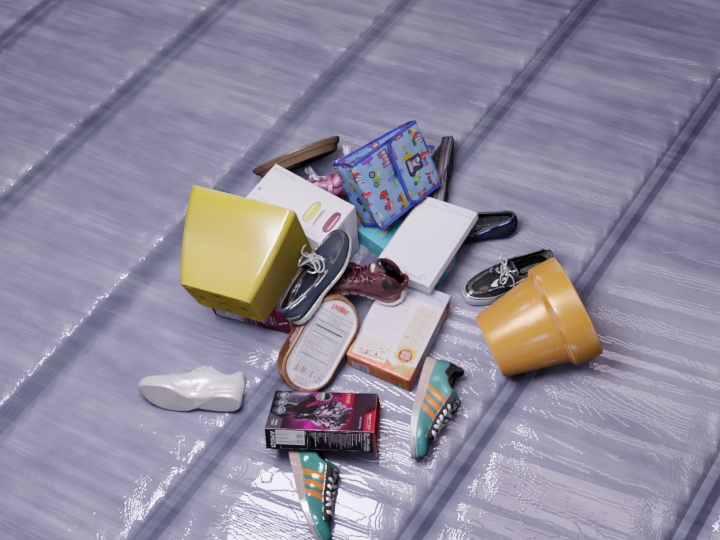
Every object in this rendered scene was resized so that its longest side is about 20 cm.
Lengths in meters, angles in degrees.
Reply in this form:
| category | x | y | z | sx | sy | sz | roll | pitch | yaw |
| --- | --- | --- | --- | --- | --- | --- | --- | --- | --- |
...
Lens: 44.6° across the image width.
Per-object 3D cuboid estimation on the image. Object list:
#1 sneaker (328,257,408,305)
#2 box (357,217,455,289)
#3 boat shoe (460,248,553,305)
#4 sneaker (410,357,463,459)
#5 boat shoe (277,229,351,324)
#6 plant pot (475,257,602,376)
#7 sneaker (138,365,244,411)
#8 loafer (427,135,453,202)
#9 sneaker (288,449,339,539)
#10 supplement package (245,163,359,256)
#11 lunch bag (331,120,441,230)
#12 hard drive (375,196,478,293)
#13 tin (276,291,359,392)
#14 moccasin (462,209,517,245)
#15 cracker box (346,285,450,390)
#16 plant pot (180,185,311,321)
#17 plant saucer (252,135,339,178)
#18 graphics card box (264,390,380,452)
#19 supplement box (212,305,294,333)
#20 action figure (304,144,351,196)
| category | x | y | z | sx | sy | sz | roll | pitch | yaw |
| --- | --- | --- | --- | --- | --- | --- | --- | --- | --- |
| sneaker | 0.000 | 0.000 | 1.661 | 0.200 | 0.116 | 0.076 | 11 | 63 | -6 |
| box | 0.093 | -0.045 | 1.806 | 0.200 | 0.049 | 0.082 | 36 | 68 | 21 |
| boat shoe | 0.295 | 0.008 | 1.753 | 0.199 | 0.068 | 0.074 | -16 | 60 | -6 |
| sneaker | 0.141 | 0.254 | 1.610 | 0.080 | 0.071 | 0.200 | 8 | 60 | 13 |
| boat shoe | -0.087 | 0.003 | 1.624 | 0.075 | 0.062 | 0.200 | 27 | 79 | 42 |
| plant pot | 0.323 | 0.104 | 1.640 | 0.183 | 0.200 | 0.200 | -26 | 61 | 7 |
| sneaker | -0.319 | 0.216 | 1.677 | 0.200 | 0.075 | 0.089 | 6 | 48 | 0 |
| loafer | 0.162 | -0.209 | 1.888 | 0.063 | 0.072 | 0.200 | 4 | 61 | 13 |
| sneaker | -0.071 | 0.383 | 1.556 | 0.080 | 0.071 | 0.200 | -17 | 59 | -2 |
| supplement package | -0.117 | -0.094 | 1.785 | 0.200 | 0.156 | 0.111 | 29 | 65 | 19 |
| lunch bag | 0.069 | -0.199 | 1.777 | 0.200 | 0.151 | 0.094 | -35 | 22 | -19 |
| hard drive | 0.130 | -0.056 | 1.753 | 0.132 | 0.027 | 0.200 | 21 | 62 | 29 |
| tin | -0.078 | 0.137 | 1.660 | 0.112 | 0.042 | 0.200 | 29 | 90 | -26 |
| moccasin | 0.225 | -0.100 | 1.819 | 0.200 | 0.068 | 0.081 | -12 | 60 | -1 |
| cracker box | 0.077 | 0.117 | 1.709 | 0.134 | 0.058 | 0.200 | 22 | 64 | 16 |
| plant pot | -0.224 | -0.018 | 1.617 | 0.200 | 0.200 | 0.177 | 14 | 72 | 11 |
| plant saucer | -0.133 | -0.237 | 1.867 | 0.200 | 0.200 | 0.029 | -22 | 94 | -9 |
| graphics card box | -0.067 | 0.274 | 1.600 | 0.200 | 0.051 | 0.125 | 1 | 26 | 5 |
| supplement box | -0.185 | 0.037 | 1.744 | 0.200 | 0.103 | 0.131 | 14 | 62 | 10 |
| action figure | -0.032 | -0.178 | 1.849 | 0.200 | 0.134 | 0.149 | -15 | 84 | -31 |
